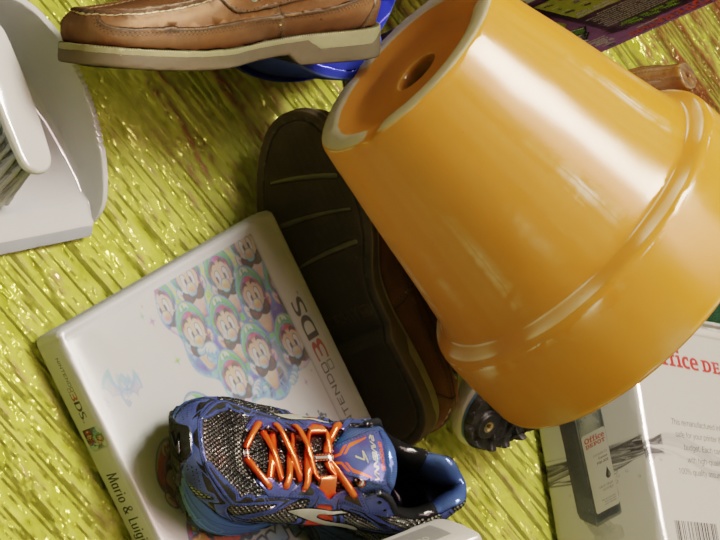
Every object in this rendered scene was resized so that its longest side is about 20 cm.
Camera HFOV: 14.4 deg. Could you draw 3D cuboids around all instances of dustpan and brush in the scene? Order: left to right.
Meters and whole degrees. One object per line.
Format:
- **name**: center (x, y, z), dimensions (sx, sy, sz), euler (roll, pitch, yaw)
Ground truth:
- **dustpan and brush**: center (-0.188, -0.111, 1.416), dimensions (0.140, 0.057, 0.200), euler (-14, 84, -53)

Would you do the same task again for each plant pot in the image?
- **plant pot**: center (0.086, -0.049, 1.521), dimensions (0.183, 0.200, 0.200), euler (43, 43, -20)

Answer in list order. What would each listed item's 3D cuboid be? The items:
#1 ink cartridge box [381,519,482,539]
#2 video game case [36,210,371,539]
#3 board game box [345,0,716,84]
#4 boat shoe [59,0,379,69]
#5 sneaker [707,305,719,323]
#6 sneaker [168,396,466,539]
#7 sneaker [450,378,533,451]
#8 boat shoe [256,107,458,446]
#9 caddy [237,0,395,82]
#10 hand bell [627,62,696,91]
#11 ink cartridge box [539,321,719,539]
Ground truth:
- **ink cartridge box**: center (0.003, 0.247, 1.457), dimensions (0.161, 0.050, 0.200), euler (-19, 108, -30)
- **video game case**: center (-0.068, 0.081, 1.502), dimensions (0.200, 0.024, 0.182), euler (-32, 99, -52)
- **board game box**: center (0.101, -0.144, 1.676), dimensions (0.120, 0.200, 0.032), euler (13, 62, -48)
- **boat shoe**: center (-0.073, -0.141, 1.465), dimensions (0.200, 0.072, 0.068), euler (-10, 107, -45)
- **sneaker**: center (0.282, -0.004, 1.935), dimensions (0.200, 0.079, 0.131), euler (27, 55, -43)
- **sneaker**: center (-0.022, 0.099, 1.465), dimensions (0.200, 0.078, 0.075), euler (15, 61, -48)
- **sneaker**: center (0.098, 0.025, 1.686), dimensions (0.200, 0.072, 0.072), euler (-59, 145, -30)
- **boat shoe**: center (0.000, 0.000, 1.597), dimensions (0.068, 0.072, 0.200), euler (-33, 109, -57)
- **caddy**: center (-0.047, -0.193, 1.586), dimensions (0.141, 0.105, 0.200), euler (-50, 118, -12)
- **hand bell**: center (0.110, -0.082, 1.657), dimensions (0.104, 0.200, 0.104), euler (27, 53, -41)
- **ink cartridge box**: center (0.187, 0.134, 1.745), dimensions (0.146, 0.085, 0.200), euler (12, 66, -48)
